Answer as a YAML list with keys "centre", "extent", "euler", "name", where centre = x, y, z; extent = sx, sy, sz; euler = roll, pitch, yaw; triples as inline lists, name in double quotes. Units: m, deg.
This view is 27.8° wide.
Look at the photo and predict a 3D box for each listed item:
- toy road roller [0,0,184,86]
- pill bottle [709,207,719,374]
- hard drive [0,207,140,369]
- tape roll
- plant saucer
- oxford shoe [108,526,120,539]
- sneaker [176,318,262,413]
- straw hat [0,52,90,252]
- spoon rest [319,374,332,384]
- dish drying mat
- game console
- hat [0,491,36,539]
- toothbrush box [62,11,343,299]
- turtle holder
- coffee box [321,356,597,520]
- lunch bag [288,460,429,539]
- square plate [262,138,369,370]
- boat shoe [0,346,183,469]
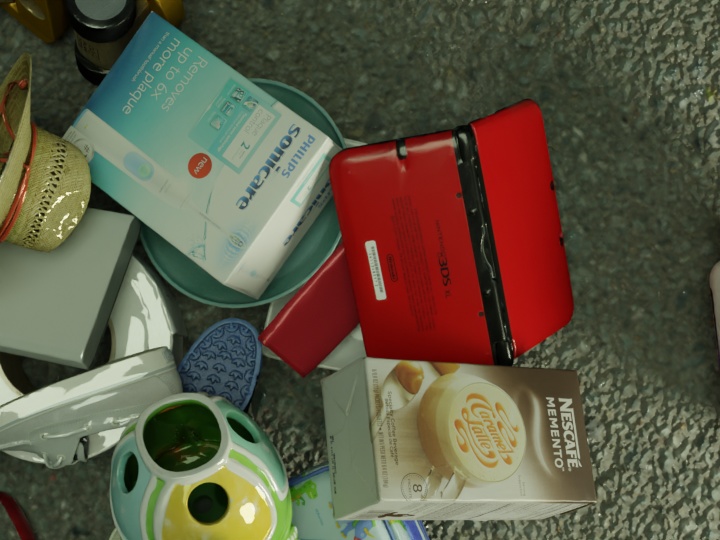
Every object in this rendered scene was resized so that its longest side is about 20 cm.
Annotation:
- centre: [-0.238, -0.271, 1.260]
  extent: [0.200, 0.123, 0.146]
  euler: [36, 72, 5]
  name: "toy road roller"
- centre: [0.350, 0.042, 1.206]
  extent: [0.111, 0.111, 0.201]
  euler: [-6, 85, 2]
  name: "pill bottle"
- centre: [-0.294, 0.000, 1.197]
  extent: [0.199, 0.026, 0.132]
  euler: [10, 67, 15]
  name: "hard drive"
- centre: [-0.254, 0.064, 1.251]
  extent: [0.201, 0.071, 0.204]
  euler: [0, 84, 3]
  name: "tape roll"
- centre: [-0.097, -0.064, 1.256]
  extent: [0.199, 0.036, 0.201]
  euler: [-3, 79, 16]
  name: "plant saucer"
- centre: [-0.113, 0.245, 1.156]
  extent: [0.199, 0.058, 0.076]
  euler: [20, 100, 13]
  name: "oxford shoe"
- centre: [-0.137, 0.135, 1.234]
  extent: [0.070, 0.078, 0.201]
  euler: [23, 88, 0]
  name: "sneaker"
- centre: [-0.261, -0.066, 1.156]
  extent: [0.085, 0.201, 0.202]
  euler: [22, 86, -24]
  name: "straw hat"
- centre: [0.047, 0.150, 1.224]
  extent: [0.200, 0.099, 0.061]
  euler: [33, 85, -6]
  name: "spoon rest"
- centre: [0.000, 0.000, 1.222]
  extent: [0.200, 0.077, 0.018]
  euler: [-48, 44, -3]
  name: "dish drying mat"
- centre: [0.080, -0.024, 1.209]
  extent: [0.171, 0.119, 0.201]
  euler: [-9, 103, 10]
  name: "game console"
- centre: [-0.217, 0.305, 1.255]
  extent: [0.165, 0.176, 0.201]
  euler: [-12, 122, -1]
  name: "hat"
- centre: [-0.129, -0.094, 1.208]
  extent: [0.200, 0.085, 0.147]
  euler: [37, 92, 18]
  name: "toothbrush box"
- centre: [-0.124, 0.178, 1.095]
  extent: [0.140, 0.132, 0.186]
  euler: [-2, 47, 4]
  name: "turtle holder"
- centre: [0.078, 0.135, 1.150]
  extent: [0.199, 0.080, 0.115]
  euler: [4, 68, -28]
  name: "coffee box"
- centre: [-0.010, 0.259, 1.198]
  extent: [0.160, 0.082, 0.201]
  euler: [-28, 84, 21]
  name: "lunch bag"
- centre: [0.029, -0.003, 1.266]
  extent: [0.197, 0.028, 0.201]
  euler: [12, 86, 3]
  name: "square plate"
- centre: [-0.237, 0.124, 1.179]
  extent: [0.199, 0.072, 0.069]
  euler: [-21, 91, -4]
  name: "boat shoe"
